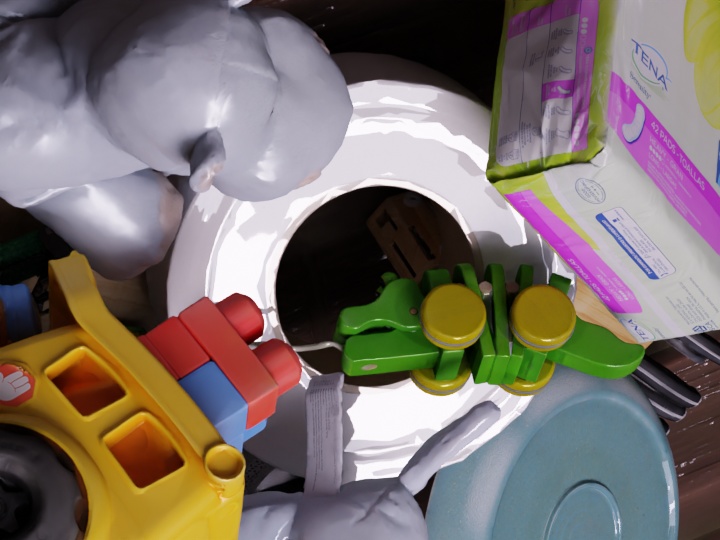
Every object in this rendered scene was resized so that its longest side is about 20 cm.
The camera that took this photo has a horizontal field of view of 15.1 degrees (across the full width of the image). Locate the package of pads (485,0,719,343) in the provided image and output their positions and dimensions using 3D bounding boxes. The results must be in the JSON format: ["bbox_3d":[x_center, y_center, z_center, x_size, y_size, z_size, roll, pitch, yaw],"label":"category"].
[{"bbox_3d":[0.126,-0.089,1.286,0.068,0.200,0.155,-13,142,30],"label":"package of pads"}]

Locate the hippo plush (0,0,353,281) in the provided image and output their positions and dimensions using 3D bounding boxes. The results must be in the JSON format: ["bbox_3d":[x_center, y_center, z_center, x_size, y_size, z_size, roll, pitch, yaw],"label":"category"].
[{"bbox_3d":[-0.094,-0.094,1.154,0.161,0.159,0.200,-12,159,37],"label":"hippo plush"}]

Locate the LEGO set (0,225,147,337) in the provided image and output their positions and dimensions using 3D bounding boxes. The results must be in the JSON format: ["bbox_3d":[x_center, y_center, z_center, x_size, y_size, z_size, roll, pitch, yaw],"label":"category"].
[{"bbox_3d":[-0.177,0.079,1.289,0.200,0.116,0.154,-17,140,-6],"label":"LEGO set"}]

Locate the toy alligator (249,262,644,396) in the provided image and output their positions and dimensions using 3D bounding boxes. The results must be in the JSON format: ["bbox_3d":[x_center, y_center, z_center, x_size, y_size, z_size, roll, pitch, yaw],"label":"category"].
[{"bbox_3d":[0.032,0.022,1.257,0.200,0.054,0.059,1,151,-7],"label":"toy alligator"}]

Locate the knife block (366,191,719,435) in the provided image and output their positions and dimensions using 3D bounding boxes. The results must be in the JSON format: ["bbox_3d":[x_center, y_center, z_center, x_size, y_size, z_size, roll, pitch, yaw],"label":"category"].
[{"bbox_3d":[0.105,0.028,1.450,0.200,0.064,0.176,-13,129,-18],"label":"knife block"}]

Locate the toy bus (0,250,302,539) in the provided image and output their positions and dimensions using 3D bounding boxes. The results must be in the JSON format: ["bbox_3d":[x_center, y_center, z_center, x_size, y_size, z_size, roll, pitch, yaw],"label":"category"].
[{"bbox_3d":[-0.131,0.061,1.153,0.192,0.200,0.136,-37,161,-20],"label":"toy bus"}]

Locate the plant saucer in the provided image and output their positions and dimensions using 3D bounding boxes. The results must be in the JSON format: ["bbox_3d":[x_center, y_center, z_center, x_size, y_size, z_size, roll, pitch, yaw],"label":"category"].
[{"bbox_3d":[0.107,0.139,1.403,0.200,0.027,0.200,-9,103,-47],"label":"plant saucer"}]

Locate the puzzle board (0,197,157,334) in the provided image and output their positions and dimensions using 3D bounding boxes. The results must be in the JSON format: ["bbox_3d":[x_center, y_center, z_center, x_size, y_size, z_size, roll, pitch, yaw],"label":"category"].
[{"bbox_3d":[-0.145,-0.027,1.313,0.200,0.017,0.151,9,120,-33],"label":"puzzle board"}]

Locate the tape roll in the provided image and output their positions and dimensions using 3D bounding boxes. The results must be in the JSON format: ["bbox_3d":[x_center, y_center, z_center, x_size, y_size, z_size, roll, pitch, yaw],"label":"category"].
[{"bbox_3d":[0.000,0.000,1.304,0.202,0.071,0.203,-4,106,-13],"label":"tape roll"}]

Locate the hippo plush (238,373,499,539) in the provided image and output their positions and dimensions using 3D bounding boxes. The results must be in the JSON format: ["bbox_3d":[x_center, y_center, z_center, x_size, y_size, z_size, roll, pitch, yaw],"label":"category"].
[{"bbox_3d":[-0.030,0.163,1.265,0.159,0.200,0.161,10,162,7],"label":"hippo plush"}]

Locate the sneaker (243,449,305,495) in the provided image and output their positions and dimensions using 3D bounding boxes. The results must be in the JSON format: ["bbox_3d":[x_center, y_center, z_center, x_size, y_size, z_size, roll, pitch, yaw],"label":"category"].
[{"bbox_3d":[-0.089,0.116,1.408,0.200,0.082,0.075,-21,132,-10],"label":"sneaker"}]
